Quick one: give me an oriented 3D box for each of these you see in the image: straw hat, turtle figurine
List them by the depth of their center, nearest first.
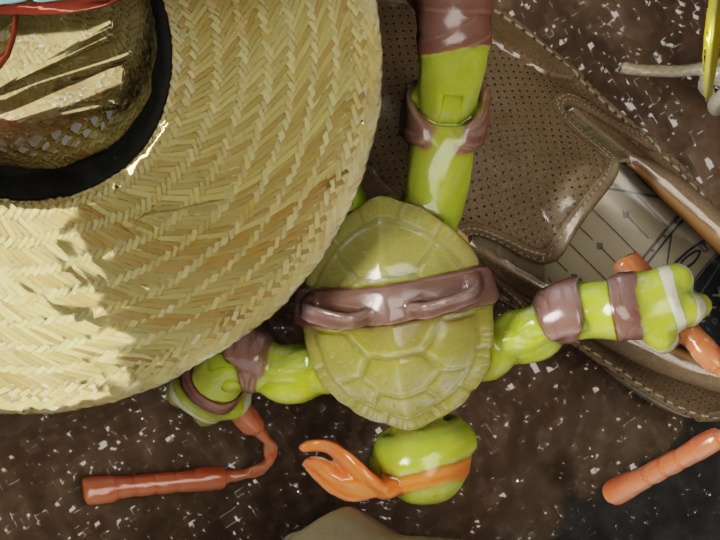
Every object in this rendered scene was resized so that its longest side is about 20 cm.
[{"bbox_3d":[-0.095,-0.070,0.761,0.200,0.085,0.202,-4,115,-8],"label":"straw hat"},{"bbox_3d":[0.000,0.000,0.799,0.199,0.064,0.162,-8,98,17],"label":"turtle figurine"}]

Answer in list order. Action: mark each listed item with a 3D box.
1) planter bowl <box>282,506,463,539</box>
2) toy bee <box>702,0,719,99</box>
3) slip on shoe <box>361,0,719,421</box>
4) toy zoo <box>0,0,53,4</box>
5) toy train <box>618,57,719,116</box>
[{"bbox_3d":[0.007,0.151,0.791,0.135,0.200,0.200,42,81,13],"label":"planter bowl"},{"bbox_3d":[0.120,-0.124,0.787,0.108,0.199,0.132,4,71,-57],"label":"toy bee"},{"bbox_3d":[0.053,-0.023,0.849,0.200,0.061,0.076,41,82,-14],"label":"slip on shoe"},{"bbox_3d":[-0.084,-0.117,0.658,0.199,0.021,0.132,-7,135,-7],"label":"toy zoo"},{"bbox_3d":[0.169,-0.016,0.879,0.199,0.085,0.117,-6,108,-16],"label":"toy train"}]
